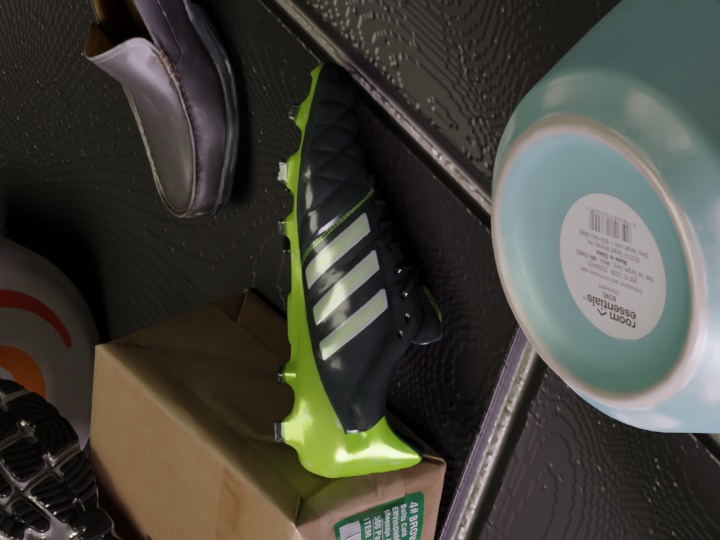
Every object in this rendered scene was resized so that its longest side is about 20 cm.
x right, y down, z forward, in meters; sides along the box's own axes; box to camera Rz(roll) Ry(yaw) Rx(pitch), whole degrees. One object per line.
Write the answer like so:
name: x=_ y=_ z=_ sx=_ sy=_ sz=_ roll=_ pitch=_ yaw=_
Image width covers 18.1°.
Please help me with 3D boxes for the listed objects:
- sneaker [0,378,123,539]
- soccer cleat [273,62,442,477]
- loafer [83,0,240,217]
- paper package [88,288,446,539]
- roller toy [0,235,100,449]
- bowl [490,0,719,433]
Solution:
sneaker: x=-0.172 y=0.151 z=1.222 sx=0.201 sy=0.077 sz=0.085 roll=56 pitch=148 yaw=20
soccer cleat: x=0.000 y=0.000 z=1.104 sx=0.068 sy=0.080 sz=0.202 roll=-7 pitch=-82 yaw=-87
loafer: x=-0.115 y=-0.120 z=1.186 sx=0.073 sy=0.072 sz=0.201 roll=6 pitch=112 yaw=51
paper package: x=-0.058 y=0.145 z=1.215 sx=0.190 sy=0.103 sz=0.201 roll=38 pitch=134 yaw=37
roller toy: x=-0.261 y=0.060 z=1.381 sx=0.139 sy=0.199 sz=0.184 roll=20 pitch=93 yaw=47
bowl: x=0.125 y=-0.018 z=0.885 sx=0.200 sy=0.105 sz=0.202 roll=28 pitch=128 yaw=44
